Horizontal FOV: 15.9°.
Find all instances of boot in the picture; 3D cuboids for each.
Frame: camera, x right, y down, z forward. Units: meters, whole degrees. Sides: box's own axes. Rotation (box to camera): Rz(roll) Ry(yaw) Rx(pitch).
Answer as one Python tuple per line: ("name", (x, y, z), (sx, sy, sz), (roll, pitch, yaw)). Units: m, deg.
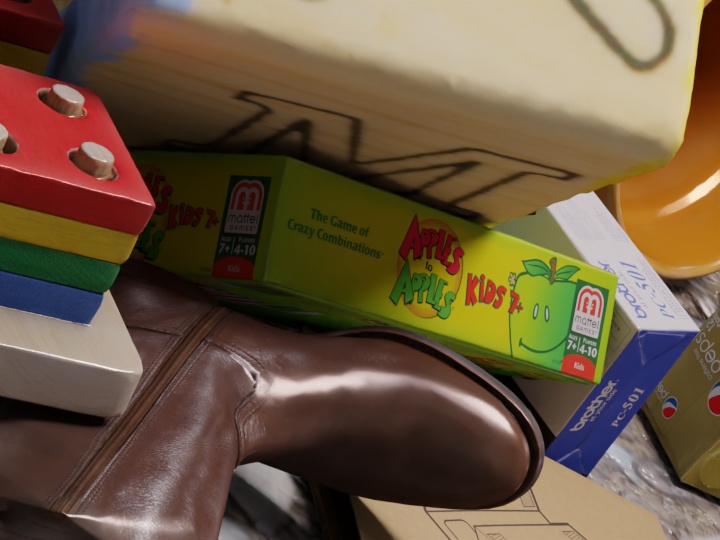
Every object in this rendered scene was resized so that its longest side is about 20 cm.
("boot", (-0.037, 0.069, 0.832), (0.186, 0.065, 0.200), (17, 19, 3))

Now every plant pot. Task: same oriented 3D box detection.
("plant pot", (0.152, -0.126, 1.418), (0.200, 0.201, 0.183), (15, 18, -49))

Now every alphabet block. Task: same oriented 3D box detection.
("alphabet block", (0.001, -0.136, 0.931), (0.199, 0.196, 0.196), (14, -9, -18))

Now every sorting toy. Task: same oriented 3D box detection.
("sorting toy", (-0.172, -0.057, 0.803), (0.198, 0.070, 0.200), (15, 27, -31))

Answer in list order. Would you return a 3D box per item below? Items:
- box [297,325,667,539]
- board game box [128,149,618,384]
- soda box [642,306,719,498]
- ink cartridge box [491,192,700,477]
("box", (0.062, 0.116, 1.002), (0.200, 0.021, 0.164), (29, 24, -30))
("board game box", (0.000, 0.000, 1.011), (0.101, 0.048, 0.200), (5, -9, 43))
("soda box", (0.232, 0.092, 1.274), (0.200, 0.068, 0.064), (26, 26, -35))
("ink cartridge box", (0.057, -0.012, 1.134), (0.044, 0.094, 0.200), (2, 42, -43))
